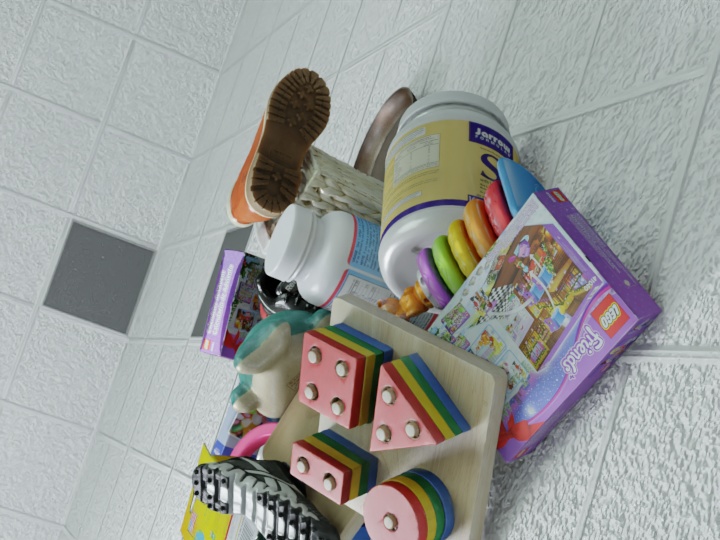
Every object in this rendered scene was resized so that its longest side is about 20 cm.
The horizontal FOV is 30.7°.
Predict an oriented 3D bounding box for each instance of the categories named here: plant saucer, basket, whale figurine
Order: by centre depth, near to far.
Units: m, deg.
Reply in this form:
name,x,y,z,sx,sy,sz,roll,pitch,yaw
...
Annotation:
name,x,y,z,sx,sy,sz,roll,pitch,yaw
whale figurine,-0.099,0.092,1.507,0.159,0.104,0.200,-43,-21,1
basket,-0.012,-0.048,1.565,0.124,0.199,0.136,-58,20,13
plant saucer,0.036,-0.154,1.805,0.201,0.032,0.201,-57,22,37

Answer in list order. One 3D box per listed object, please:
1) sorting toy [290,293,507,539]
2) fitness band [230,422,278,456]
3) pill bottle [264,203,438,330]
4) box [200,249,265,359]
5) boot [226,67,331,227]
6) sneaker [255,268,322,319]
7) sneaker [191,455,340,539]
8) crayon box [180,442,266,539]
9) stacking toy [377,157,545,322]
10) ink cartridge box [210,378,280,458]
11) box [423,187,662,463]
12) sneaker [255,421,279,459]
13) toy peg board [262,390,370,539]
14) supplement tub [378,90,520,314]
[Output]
name,x,y,z,sx,sy,sz,roll,pitch,yaw
sorting toy,0.022,0.152,1.177,0.198,0.069,0.202,25,117,39
fitness band,-0.104,0.282,1.591,0.143,0.037,0.201,-33,53,26
pill bottle,0.000,0.000,1.454,0.109,0.199,0.109,-56,21,35
box,-0.125,0.061,1.764,0.039,0.200,0.138,9,82,35
boot,-0.101,-0.142,1.530,0.107,0.075,0.201,-31,34,60
sneaker,-0.053,0.046,1.609,0.199,0.098,0.071,20,59,34
sneaker,-0.085,0.246,1.412,0.199,0.090,0.067,20,116,36
crayon box,-0.147,0.302,1.524,0.200,0.050,0.128,43,120,56
stacking toy,0.094,0.001,1.202,0.199,0.116,0.110,-34,32,17
ink cartridge box,-0.116,0.200,1.711,0.042,0.119,0.201,27,95,63
box,0.145,0.049,1.105,0.137,0.039,0.200,53,131,22
sneaker,-0.093,0.293,1.654,0.115,0.075,0.202,44,115,59
toy peg board,-0.010,0.219,1.454,0.201,0.097,0.200,-59,35,35
supplement tub,0.094,-0.072,1.346,0.146,0.145,0.201,-52,25,44
